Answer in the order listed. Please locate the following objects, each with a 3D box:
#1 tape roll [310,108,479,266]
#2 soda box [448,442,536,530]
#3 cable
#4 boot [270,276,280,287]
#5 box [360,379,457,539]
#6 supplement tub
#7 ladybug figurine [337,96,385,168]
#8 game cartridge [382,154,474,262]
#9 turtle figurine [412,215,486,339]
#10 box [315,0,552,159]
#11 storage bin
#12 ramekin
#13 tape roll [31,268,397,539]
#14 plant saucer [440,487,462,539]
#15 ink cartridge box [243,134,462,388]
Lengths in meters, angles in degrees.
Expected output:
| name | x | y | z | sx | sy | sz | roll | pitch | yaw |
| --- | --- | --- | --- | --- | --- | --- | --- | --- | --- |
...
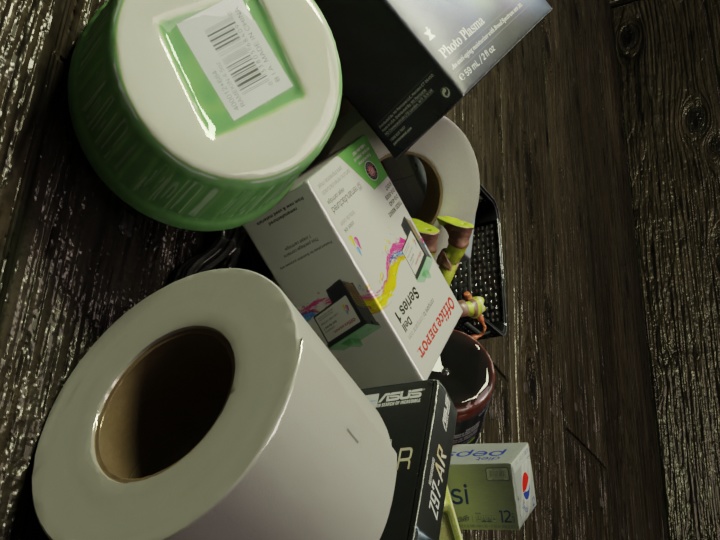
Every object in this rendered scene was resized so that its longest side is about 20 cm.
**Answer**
| name | x | y | z | sx | sy | sz | roll | pitch | yaw |
| --- | --- | --- | --- | --- | --- | --- | --- | --- | --- |
| tape roll | 0.033 | -0.079 | 0.951 | 0.205 | 0.201 | 0.037 | 61 | -8 | -32 |
| soda box | 0.067 | 0.210 | 0.872 | 0.068 | 0.196 | 0.065 | -15 | 97 | -63 |
| cable | -0.120 | -0.033 | 0.788 | 0.098 | 0.049 | 0.204 | 55 | 44 | -49 |
| boot | -0.042 | 0.086 | 0.844 | 0.156 | 0.071 | 0.204 | -48 | 121 | -59 |
| box | -0.030 | 0.172 | 0.693 | 0.044 | 0.196 | 0.162 | 57 | 34 | -36 |
| supplement tub | 0.079 | 0.162 | 0.964 | 0.202 | 0.104 | 0.108 | 97 | 6 | -48 |
| ladybug figurine | 0.022 | -0.158 | 1.074 | 0.199 | 0.071 | 0.139 | 0 | 80 | -64 |
| game cartridge | 0.083 | -0.109 | 1.055 | 0.201 | 0.040 | 0.135 | 55 | 32 | -38 |
| turtle figurine | 0.065 | 0.029 | 0.953 | 0.064 | 0.196 | 0.165 | -134 | -134 | -57 |
| box | 0.049 | -0.256 | 0.860 | 0.199 | 0.123 | 0.200 | 47 | 51 | -5 |
| storage bin | 0.130 | -0.014 | 1.215 | 0.135 | 0.092 | 0.205 | 34 | 50 | -55 |
| ramekin | -0.109 | -0.139 | 0.663 | 0.196 | 0.097 | 0.205 | 6 | 78 | -27 |
| tape roll | -0.092 | 0.121 | 0.587 | 0.140 | 0.199 | 0.206 | 55 | 35 | -40 |
| plant saucer | 0.032 | 0.289 | 0.755 | 0.197 | 0.047 | 0.204 | -22 | 99 | -36 |
| ink cartridge box | 0.000 | 0.000 | 0.815 | 0.202 | 0.083 | 0.145 | 59 | 30 | -11 |
